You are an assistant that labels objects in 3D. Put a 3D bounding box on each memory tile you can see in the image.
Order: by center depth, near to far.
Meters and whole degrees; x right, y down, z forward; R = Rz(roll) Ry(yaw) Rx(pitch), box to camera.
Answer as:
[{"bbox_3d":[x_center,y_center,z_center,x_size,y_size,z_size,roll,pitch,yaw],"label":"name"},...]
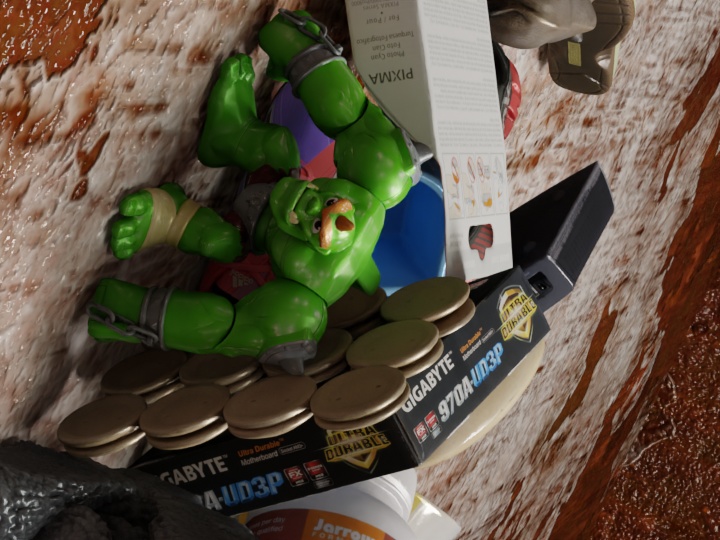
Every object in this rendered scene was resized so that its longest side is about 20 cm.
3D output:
[{"bbox_3d":[-0.048,0.051,1.186,0.153,0.200,0.017,-53,130,-56],"label":"memory tile"}]

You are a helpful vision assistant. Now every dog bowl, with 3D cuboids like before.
[{"bbox_3d":[0.000,0.000,1.374,0.050,0.111,0.200,-116,-150,-51],"label":"dog bowl"}]

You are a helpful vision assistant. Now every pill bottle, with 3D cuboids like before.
[{"bbox_3d":[-0.026,0.200,1.342,0.112,0.112,0.200,95,8,-55],"label":"pill bottle"}]

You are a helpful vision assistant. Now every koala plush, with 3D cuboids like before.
[{"bbox_3d":[-0.150,0.206,1.156,0.184,0.177,0.200,-8,121,-84],"label":"koala plush"}]

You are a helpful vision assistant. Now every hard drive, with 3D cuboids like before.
[{"bbox_3d":[0.085,0.011,1.547,0.200,0.042,0.135,-33,-165,38],"label":"hard drive"}]

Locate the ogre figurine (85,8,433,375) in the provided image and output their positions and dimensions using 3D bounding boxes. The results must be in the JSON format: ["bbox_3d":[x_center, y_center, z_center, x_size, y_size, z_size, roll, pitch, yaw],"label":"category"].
[{"bbox_3d":[-0.045,-0.033,1.173,0.200,0.120,0.098,-53,162,-33],"label":"ogre figurine"}]

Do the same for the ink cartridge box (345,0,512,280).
[{"bbox_3d":[0.042,-0.094,1.315,0.160,0.047,0.200,-9,94,-72],"label":"ink cartridge box"}]

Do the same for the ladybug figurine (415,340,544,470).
[{"bbox_3d":[0.062,0.074,1.659,0.136,0.072,0.200,-23,-161,28],"label":"ladybug figurine"}]

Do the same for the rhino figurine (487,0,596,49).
[{"bbox_3d":[0.115,-0.183,1.506,0.060,0.087,0.200,-66,164,15],"label":"rhino figurine"}]

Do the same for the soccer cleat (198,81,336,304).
[{"bbox_3d":[-0.050,-0.020,1.282,0.073,0.068,0.200,-47,162,-54],"label":"soccer cleat"}]

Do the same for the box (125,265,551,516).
[{"bbox_3d":[-0.012,0.074,1.256,0.200,0.046,0.159,-19,-167,39],"label":"box"}]

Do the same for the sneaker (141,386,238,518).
[{"bbox_3d":[-0.112,0.150,1.388,0.085,0.075,0.200,168,-54,-83],"label":"sneaker"}]

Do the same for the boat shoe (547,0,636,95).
[{"bbox_3d":[0.177,-0.209,1.732,0.200,0.072,0.076,95,12,-71],"label":"boat shoe"}]

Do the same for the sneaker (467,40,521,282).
[{"bbox_3d":[0.062,-0.077,1.480,0.098,0.071,0.201,66,29,-59],"label":"sneaker"}]

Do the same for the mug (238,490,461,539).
[{"bbox_3d":[-0.047,0.185,1.580,0.153,0.186,0.149,-53,-163,-3],"label":"mug"}]
